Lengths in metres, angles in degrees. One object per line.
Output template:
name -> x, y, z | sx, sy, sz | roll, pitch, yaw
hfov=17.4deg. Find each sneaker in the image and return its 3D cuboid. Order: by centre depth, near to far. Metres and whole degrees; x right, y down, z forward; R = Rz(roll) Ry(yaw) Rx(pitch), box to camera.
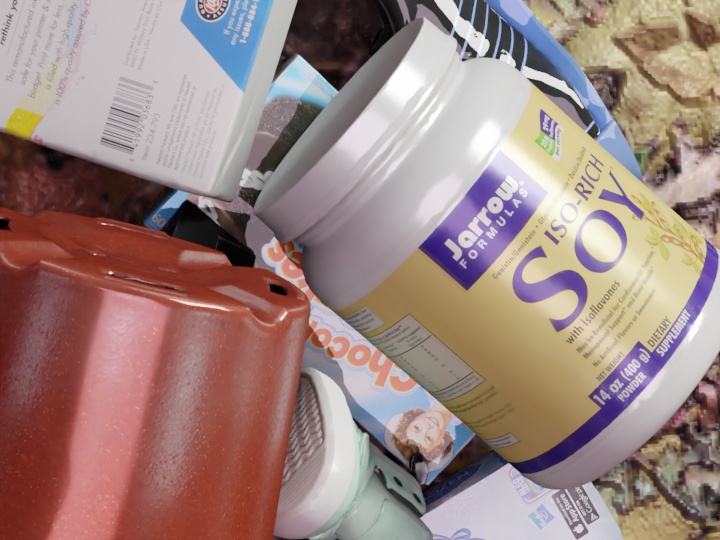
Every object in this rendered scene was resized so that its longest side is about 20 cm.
sneaker -> -0.002, 0.104, 1.107 | 0.118, 0.200, 0.074 | 36, 89, -12
sneaker -> 0.058, -0.103, 1.182 | 0.078, 0.070, 0.200 | -38, 93, 1

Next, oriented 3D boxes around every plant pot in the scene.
plant pot -> -0.115, 0.085, 0.972 | 0.200, 0.201, 0.196 | 13, 98, -9

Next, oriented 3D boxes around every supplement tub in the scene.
supplement tub -> 0.063, -0.009, 1.112 | 0.200, 0.145, 0.145 | 41, 89, -10

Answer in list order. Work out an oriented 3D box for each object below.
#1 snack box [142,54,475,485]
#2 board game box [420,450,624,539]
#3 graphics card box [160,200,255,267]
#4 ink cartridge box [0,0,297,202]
snack box -> 0.000, 0.000, 1.196 | 0.200, 0.037, 0.116 | 43, 90, -10
board game box -> 0.065, 0.214, 1.223 | 0.199, 0.043, 0.200 | -31, 99, -4
graphics card box -> -0.131, 0.067, 1.122 | 0.051, 0.125, 0.200 | 40, 103, -8
ink cartridge box -> -0.142, -0.118, 1.136 | 0.200, 0.067, 0.116 | 19, 92, 7
